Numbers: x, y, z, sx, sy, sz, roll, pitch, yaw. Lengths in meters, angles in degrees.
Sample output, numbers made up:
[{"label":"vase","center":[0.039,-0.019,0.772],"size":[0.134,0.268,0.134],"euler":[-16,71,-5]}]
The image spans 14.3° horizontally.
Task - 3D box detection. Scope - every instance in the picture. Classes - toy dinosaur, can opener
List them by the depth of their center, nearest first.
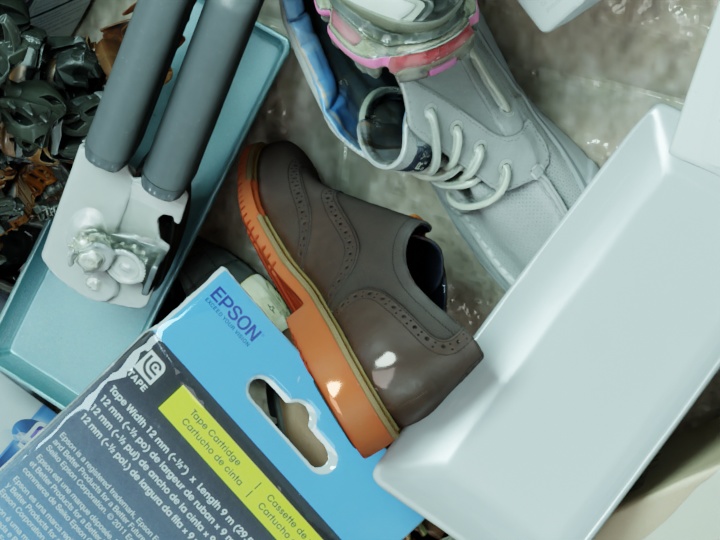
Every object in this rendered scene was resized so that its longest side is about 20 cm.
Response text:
[{"label":"can opener","center":[-0.087,-0.062,1.209],"size":[0.052,0.067,0.201],"euler":[25,134,1]},{"label":"toy dinosaur","center":[-0.143,-0.077,1.247],"size":[0.102,0.135,0.201],"euler":[36,96,43]}]

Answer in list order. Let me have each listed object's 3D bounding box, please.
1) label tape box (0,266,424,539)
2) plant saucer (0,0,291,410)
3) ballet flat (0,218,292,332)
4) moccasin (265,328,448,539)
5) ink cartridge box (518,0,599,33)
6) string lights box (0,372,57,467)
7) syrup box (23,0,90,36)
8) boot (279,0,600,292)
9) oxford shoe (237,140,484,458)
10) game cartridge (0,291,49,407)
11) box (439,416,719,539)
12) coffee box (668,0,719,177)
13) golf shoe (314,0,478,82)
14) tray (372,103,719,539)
[{"label":"label tape box","center":[-0.085,0.117,1.260],"size":[0.200,0.066,0.143],"euler":[-43,90,0]},{"label":"plant saucer","center":[-0.100,-0.031,1.304],"size":[0.070,0.019,0.201],"euler":[30,100,17]},{"label":"ballet flat","center":[-0.120,0.010,1.345],"size":[0.199,0.057,0.067],"euler":[16,117,25]},{"label":"moccasin","center":[0.024,0.110,1.290],"size":[0.077,0.074,0.202],"euler":[-28,89,21]},{"label":"ink cartridge box","center":[0.064,-0.212,1.145],"size":[0.116,0.067,0.200],"euler":[-38,87,36]},{"label":"string lights box","center":[-0.126,0.144,1.349],"size":[0.200,0.103,0.059],"euler":[36,124,1]},{"label":"syrup box","center":[-0.152,-0.163,1.283],"size":[0.079,0.081,0.200],"euler":[42,125,11]},{"label":"boot","center":[0.034,-0.050,1.207],"size":[0.073,0.095,0.201],"euler":[-33,90,35]},{"label":"oxford shoe","center":[0.000,0.000,1.227],"size":[0.072,0.200,0.071],"euler":[-30,130,3]},{"label":"game cartridge","center":[-0.240,0.034,1.439],"size":[0.199,0.040,0.134],"euler":[29,124,18]},{"label":"box","center":[0.124,0.121,1.188],"size":[0.199,0.095,0.078],"euler":[-26,95,15]},{"label":"coffee box","center":[0.257,-0.111,0.989],"size":[0.199,0.199,0.199],"euler":[26,119,20]},{"label":"golf shoe","center":[-0.018,-0.167,1.143],"size":[0.200,0.072,0.092],"euler":[47,157,35]},{"label":"tray","center":[0.101,0.032,1.165],"size":[0.107,0.022,0.200],"euler":[32,82,41]}]
